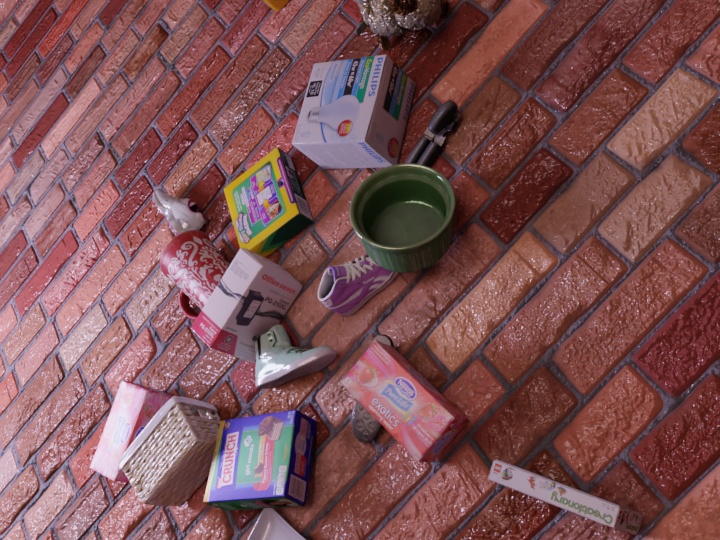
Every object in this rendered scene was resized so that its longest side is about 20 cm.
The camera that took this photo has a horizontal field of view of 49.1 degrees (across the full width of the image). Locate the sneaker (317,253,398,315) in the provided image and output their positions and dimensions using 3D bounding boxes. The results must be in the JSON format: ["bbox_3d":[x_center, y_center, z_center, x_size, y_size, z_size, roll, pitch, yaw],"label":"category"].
[{"bbox_3d":[0.000,0.001,1.534,0.201,0.114,0.073,-48,51,8],"label":"sneaker"}]

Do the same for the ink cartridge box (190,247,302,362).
[{"bbox_3d":[-0.235,0.074,1.648,0.084,0.144,0.201,35,93,37],"label":"ink cartridge box"}]

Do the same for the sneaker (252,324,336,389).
[{"bbox_3d":[-0.141,0.155,1.592,0.199,0.073,0.120,-23,66,29],"label":"sneaker"}]

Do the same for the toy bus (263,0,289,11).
[{"bbox_3d":[-0.177,-0.756,1.992,0.201,0.065,0.078,-50,50,9],"label":"toy bus"}]

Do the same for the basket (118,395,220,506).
[{"bbox_3d":[-0.379,0.380,1.638,0.200,0.135,0.124,-49,56,9],"label":"basket"}]

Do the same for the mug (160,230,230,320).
[{"bbox_3d":[-0.338,0.033,1.775,0.133,0.179,0.200,-32,52,-25],"label":"mug"}]

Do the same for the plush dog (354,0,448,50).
[{"bbox_3d":[0.092,-0.553,1.676,0.171,0.198,0.163,15,113,47],"label":"plush dog"}]

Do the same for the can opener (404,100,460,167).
[{"bbox_3d":[0.129,-0.250,1.578,0.052,0.066,0.201,36,99,37],"label":"can opener"}]

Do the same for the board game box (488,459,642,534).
[{"bbox_3d":[0.305,0.337,1.176,0.198,0.126,0.035,13,78,38],"label":"board game box"}]

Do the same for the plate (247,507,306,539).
[{"bbox_3d":[-0.153,0.575,1.462,0.199,0.032,0.201,27,89,39],"label":"plate"}]

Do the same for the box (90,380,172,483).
[{"bbox_3d":[-0.497,0.357,1.737,0.094,0.102,0.202,11,77,37],"label":"box"}]

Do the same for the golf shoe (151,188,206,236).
[{"bbox_3d":[-0.444,-0.147,1.942,0.091,0.075,0.200,-39,55,-3],"label":"golf shoe"}]

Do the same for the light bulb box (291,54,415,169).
[{"bbox_3d":[-0.013,-0.330,1.668,0.198,0.124,0.201,3,73,37],"label":"light bulb box"}]

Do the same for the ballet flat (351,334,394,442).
[{"bbox_3d":[0.029,0.220,1.475,0.066,0.046,0.203,7,81,17],"label":"ballet flat"}]

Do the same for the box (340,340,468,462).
[{"bbox_3d":[0.077,0.227,1.374,0.200,0.095,0.103,43,95,25],"label":"box"}]

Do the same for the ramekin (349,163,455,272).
[{"bbox_3d":[0.084,-0.094,1.484,0.197,0.098,0.202,-6,55,9],"label":"ramekin"}]

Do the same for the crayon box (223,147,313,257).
[{"bbox_3d":[-0.210,-0.147,1.776,0.172,0.058,0.202,-34,55,21],"label":"crayon box"}]

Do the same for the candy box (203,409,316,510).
[{"bbox_3d":[-0.194,0.370,1.530,0.198,0.077,0.171,-15,53,31],"label":"candy box"}]
